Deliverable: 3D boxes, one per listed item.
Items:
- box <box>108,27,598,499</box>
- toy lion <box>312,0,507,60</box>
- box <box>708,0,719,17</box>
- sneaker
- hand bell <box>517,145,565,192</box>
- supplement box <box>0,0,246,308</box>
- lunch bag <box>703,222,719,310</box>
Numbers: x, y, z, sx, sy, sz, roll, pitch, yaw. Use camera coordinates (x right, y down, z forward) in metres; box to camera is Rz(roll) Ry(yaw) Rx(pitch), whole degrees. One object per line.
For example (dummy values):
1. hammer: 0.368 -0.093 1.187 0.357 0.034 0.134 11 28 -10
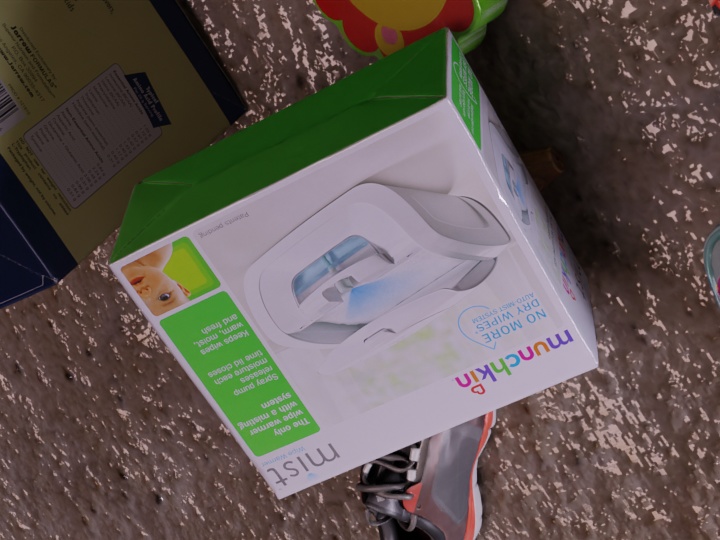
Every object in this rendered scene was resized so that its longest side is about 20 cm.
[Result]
1. box: 0.000 0.000 0.835 0.199 0.097 0.177 -24 116 16
2. toy lion: 0.024 -0.205 0.810 0.191 0.069 0.201 -6 113 49
3. box: 0.218 -0.203 0.664 0.199 0.040 0.138 -15 108 43
4. sneaker: 0.035 0.116 0.980 0.077 0.082 0.201 12 124 33
5. hand bell: 0.032 -0.027 0.909 0.199 0.104 0.105 -26 99 32
6. supplement box: -0.214 -0.110 0.939 0.134 0.200 0.201 -19 111 43
7. lunch bag: 0.270 0.008 0.729 0.199 0.077 0.161 -15 105 43
